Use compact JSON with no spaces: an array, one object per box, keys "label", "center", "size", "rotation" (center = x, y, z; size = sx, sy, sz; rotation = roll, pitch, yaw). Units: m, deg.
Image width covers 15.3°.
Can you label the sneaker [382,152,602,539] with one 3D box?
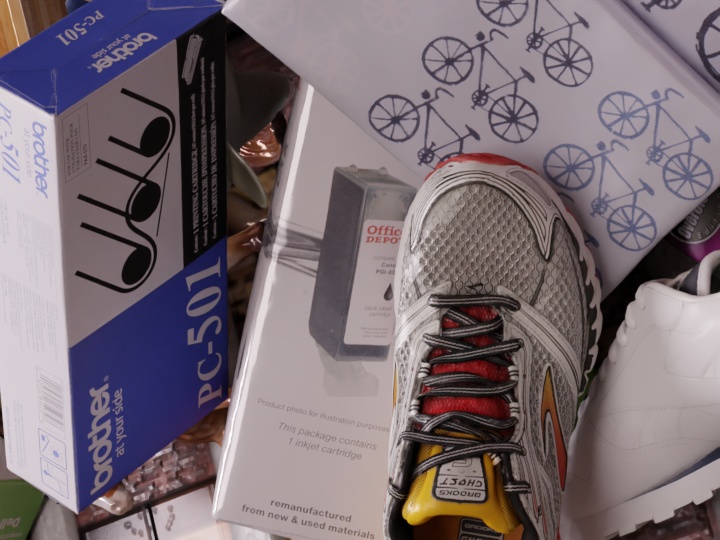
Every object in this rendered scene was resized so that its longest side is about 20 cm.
[{"label":"sneaker","center":[0.047,0.057,0.969],"size":[0.078,0.082,0.200],"rotation":[0,97,9]}]

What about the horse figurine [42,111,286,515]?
[{"label":"horse figurine","center":[-0.066,0.022,1.204],"size":[0.132,0.050,0.200],"rotation":[13,99,32]}]

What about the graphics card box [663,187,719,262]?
[{"label":"graphics card box","center":[0.157,-0.062,1.028],"size":[0.200,0.051,0.126],"rotation":[38,111,31]}]

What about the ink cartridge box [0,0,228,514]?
[{"label":"ink cartridge box","center":[-0.097,-0.009,1.045],"size":[0.044,0.094,0.200],"rotation":[29,137,28]}]

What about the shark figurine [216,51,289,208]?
[{"label":"shark figurine","center":[-0.072,-0.051,1.130],"size":[0.128,0.089,0.215],"rotation":[42,143,16]}]

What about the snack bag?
[{"label":"snack bag","center":[0.079,-0.106,0.953],"size":[0.189,0.021,0.200],"rotation":[41,114,-11]}]

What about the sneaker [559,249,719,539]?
[{"label":"sneaker","center":[0.123,0.042,0.997],"size":[0.081,0.076,0.200],"rotation":[56,137,5]}]

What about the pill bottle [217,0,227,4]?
[{"label":"pill bottle","center":[0.033,-0.157,1.021],"size":[0.200,0.112,0.112],"rotation":[-1,88,27]}]

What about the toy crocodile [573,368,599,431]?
[{"label":"toy crocodile","center":[0.054,0.089,1.098],"size":[0.067,0.062,0.200],"rotation":[23,103,37]}]

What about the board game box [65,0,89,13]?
[{"label":"board game box","center":[-0.160,-0.099,1.216],"size":[0.103,0.019,0.200],"rotation":[40,112,33]}]

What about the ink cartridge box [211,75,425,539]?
[{"label":"ink cartridge box","center":[0.000,0.000,1.081],"size":[0.085,0.146,0.200],"rotation":[13,96,-3]}]

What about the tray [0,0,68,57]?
[{"label":"tray","center":[-0.182,-0.155,1.092],"size":[0.099,0.037,0.200],"rotation":[-18,83,28]}]

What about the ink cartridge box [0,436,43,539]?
[{"label":"ink cartridge box","center":[-0.247,0.159,1.329],"size":[0.117,0.067,0.200],"rotation":[36,110,33]}]
